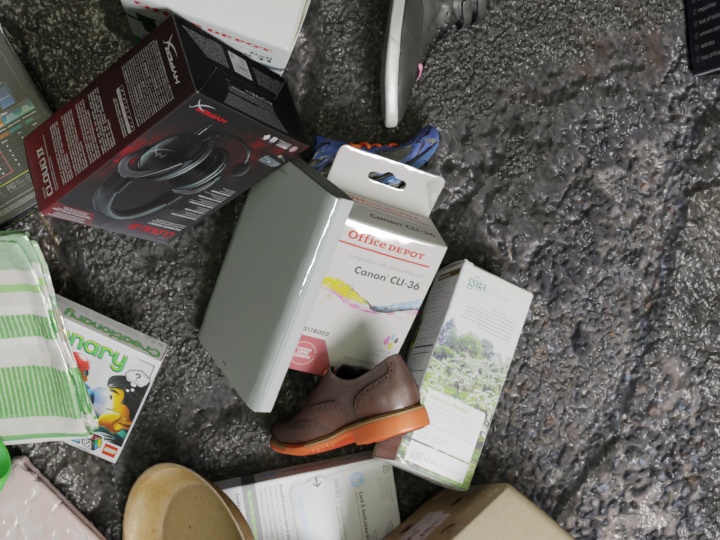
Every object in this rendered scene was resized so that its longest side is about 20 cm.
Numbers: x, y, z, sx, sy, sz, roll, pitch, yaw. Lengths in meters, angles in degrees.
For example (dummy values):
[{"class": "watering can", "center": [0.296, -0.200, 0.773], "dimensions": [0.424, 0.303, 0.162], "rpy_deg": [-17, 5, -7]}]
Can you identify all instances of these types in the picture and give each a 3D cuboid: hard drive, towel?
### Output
[{"class": "hard drive", "center": [-0.082, 0.003, 0.764], "dimensions": [0.026, 0.132, 0.203], "rpy_deg": [8, 111, -38]}, {"class": "towel", "center": [-0.315, 0.309, 0.791], "dimensions": [0.191, 0.032, 0.201], "rpy_deg": [41, 86, 5]}, {"class": "towel", "center": [-0.321, 0.065, 0.738], "dimensions": [0.150, 0.023, 0.203], "rpy_deg": [-6, 116, 7]}]

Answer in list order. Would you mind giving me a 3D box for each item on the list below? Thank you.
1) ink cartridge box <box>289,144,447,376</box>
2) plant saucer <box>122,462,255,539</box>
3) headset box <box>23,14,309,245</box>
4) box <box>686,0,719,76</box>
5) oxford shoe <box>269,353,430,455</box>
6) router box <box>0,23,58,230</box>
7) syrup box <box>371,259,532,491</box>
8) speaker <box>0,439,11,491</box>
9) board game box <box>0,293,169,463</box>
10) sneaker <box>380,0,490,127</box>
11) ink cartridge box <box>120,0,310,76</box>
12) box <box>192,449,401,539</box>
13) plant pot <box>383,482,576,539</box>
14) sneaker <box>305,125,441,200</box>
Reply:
[{"class": "ink cartridge box", "center": [0.000, 0.000, 0.788], "dimensions": [0.115, 0.068, 0.202], "rpy_deg": [14, 114, -19]}, {"class": "plant saucer", "center": [-0.147, 0.272, 0.783], "dimensions": [0.035, 0.198, 0.204], "rpy_deg": [-8, 95, -49]}, {"class": "headset box", "center": [-0.167, -0.101, 0.716], "dimensions": [0.198, 0.148, 0.078], "rpy_deg": [-31, 67, 23]}, {"class": "box", "center": [0.415, -0.308, 0.824], "dimensions": [0.122, 0.200, 0.200], "rpy_deg": [-9, 95, -11]}, {"class": "oxford shoe", "center": [-0.018, 0.125, 0.791], "dimensions": [0.071, 0.198, 0.074], "rpy_deg": [-6, 78, -47]}, {"class": "router box", "center": [-0.362, -0.101, 0.766], "dimensions": [0.198, 0.062, 0.151], "rpy_deg": [-32, 99, -7]}, {"class": "syrup box", "center": [0.088, 0.100, 0.829], "dimensions": [0.078, 0.081, 0.203], "rpy_deg": [24, 76, -11]}, {"class": "speaker", "center": [-0.395, 0.220, 0.745], "dimensions": [0.088, 0.089, 0.200], "rpy_deg": [44, 100, -9]}, {"class": "board game box", "center": [-0.289, 0.082, 0.778], "dimensions": [0.198, 0.035, 0.127], "rpy_deg": [25, 113, -10]}, {"class": "sneaker", "center": [0.074, -0.234, 0.832], "dimensions": [0.097, 0.071, 0.204], "rpy_deg": [9, 87, -5]}, {"class": "ink cartridge box", "center": [-0.121, -0.229, 0.733], "dimensions": [0.144, 0.200, 0.084], "rpy_deg": [17, 89, -10]}, {"class": "box", "center": [-0.056, 0.274, 0.849], "dimensions": [0.196, 0.041, 0.159], "rpy_deg": [-10, 94, -9]}, {"class": "plant pot", "center": [0.106, 0.309, 0.783], "dimensions": [0.199, 0.200, 0.179], "rpy_deg": [-33, 91, -28]}, {"class": "sneaker", "center": [-0.013, -0.099, 0.825], "dimensions": [0.198, 0.075, 0.079], "rpy_deg": [-25, 93, -10]}]
